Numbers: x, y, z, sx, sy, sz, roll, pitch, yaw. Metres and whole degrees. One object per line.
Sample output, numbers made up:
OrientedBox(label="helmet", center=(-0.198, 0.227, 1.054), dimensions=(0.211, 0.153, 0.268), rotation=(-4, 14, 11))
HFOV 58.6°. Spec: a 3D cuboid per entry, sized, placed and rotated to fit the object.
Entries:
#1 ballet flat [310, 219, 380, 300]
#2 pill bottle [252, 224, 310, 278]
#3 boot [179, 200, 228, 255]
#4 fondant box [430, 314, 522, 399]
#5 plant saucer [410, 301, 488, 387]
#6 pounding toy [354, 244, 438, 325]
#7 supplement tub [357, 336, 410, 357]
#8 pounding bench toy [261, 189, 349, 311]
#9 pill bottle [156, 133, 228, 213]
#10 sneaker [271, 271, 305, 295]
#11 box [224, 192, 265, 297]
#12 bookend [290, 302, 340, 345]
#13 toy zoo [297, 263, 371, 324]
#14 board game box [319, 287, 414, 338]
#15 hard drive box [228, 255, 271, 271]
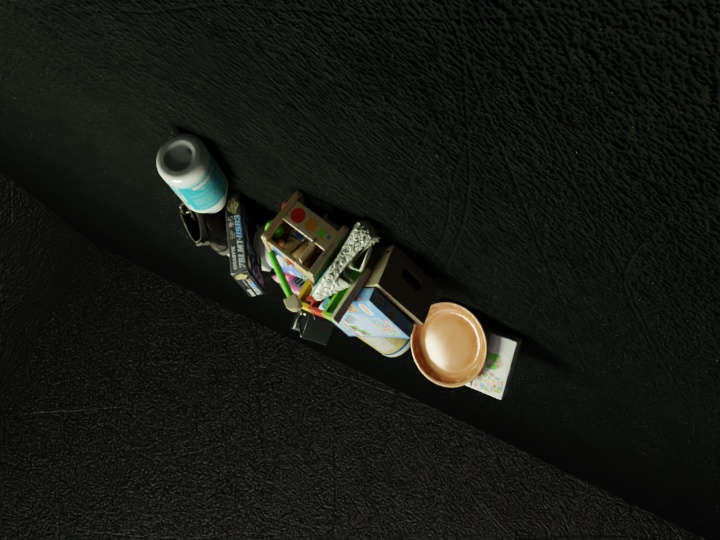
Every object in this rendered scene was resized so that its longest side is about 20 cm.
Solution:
OrientedBox(label="ballet flat", center=(-0.029, -0.008, 1.304), dimensions=(0.071, 0.202, 0.072), rotation=(31, -165, -10))
OrientedBox(label="pill bottle", center=(-0.163, -0.048, 1.554), dimensions=(0.196, 0.114, 0.112), rotation=(17, 163, 30))
OrientedBox(label="boot", center=(-0.376, -0.133, 1.528), dimensions=(0.203, 0.068, 0.174), rotation=(64, -172, 18))
OrientedBox(label="fondant box", center=(0.278, 0.205, 1.565), dimensions=(0.196, 0.148, 0.058), rotation=(19, -167, 27))
OrientedBox(label="plant saucer", center=(0.215, 0.176, 1.545), dimensions=(0.196, 0.206, 0.037), rotation=(19, -166, 26))
OrientedBox(label="pounding toy", center=(0.070, 0.033, 1.439), dimensions=(0.199, 0.145, 0.182), rotation=(39, 153, -29))
OrientedBox(label="supplement tub", center=(0.047, 0.127, 1.717), dimensions=(0.199, 0.147, 0.143), rotation=(37, 162, -35))
OrientedBox(label="pounding bench toy", center=(-0.139, -0.035, 1.342), dimensions=(0.154, 0.202, 0.125), rotation=(35, 167, 11))
OrientedBox(label="pill bottle", center=(-0.352, -0.197, 1.384), dimensions=(0.108, 0.113, 0.201), rotation=(22, 164, 15))
OrientedBox(label="sneaker", center=(-0.154, 0.048, 1.624), dimensions=(0.199, 0.078, 0.097), rotation=(27, 142, 60))
OrientedBox(label="box", center=(-0.287, -0.059, 1.590), dimensions=(0.048, 0.205, 0.199), rotation=(-11, 163, 1))
OrientedBox(label="bookend", center=(-0.100, 0.107, 1.652), dimensions=(0.090, 0.204, 0.199), rotation=(17, -167, -15))
OrientedBox(label="toy zoo", center=(-0.070, 0.035, 1.393), dimensions=(0.020, 0.133, 0.198), rotation=(43, 164, -32))
OrientedBox(label="board game box", center=(0.001, 0.095, 1.408), dimensions=(0.197, 0.037, 0.151), rotation=(-2, 144, 47))
OrientedBox(label="hard drive box", center=(-0.347, -0.083, 1.823), dimensions=(0.199, 0.078, 0.154), rotation=(37, 162, -32))
